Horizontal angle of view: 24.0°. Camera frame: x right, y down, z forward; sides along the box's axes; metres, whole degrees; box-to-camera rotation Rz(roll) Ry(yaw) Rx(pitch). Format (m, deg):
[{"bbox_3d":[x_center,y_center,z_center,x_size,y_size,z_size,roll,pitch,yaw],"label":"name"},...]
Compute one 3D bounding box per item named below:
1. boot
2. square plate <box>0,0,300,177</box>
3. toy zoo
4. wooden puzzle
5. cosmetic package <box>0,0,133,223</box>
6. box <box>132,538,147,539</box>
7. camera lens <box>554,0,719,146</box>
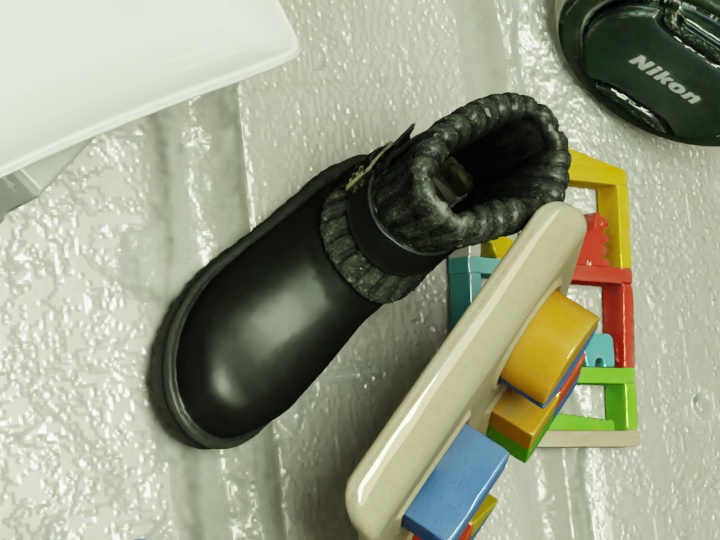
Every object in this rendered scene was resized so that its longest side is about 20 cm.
[{"bbox_3d":[-0.001,-0.002,0.836,0.079,0.158,0.211,49,58,-19],"label":"boot"},{"bbox_3d":[-0.149,-0.144,0.711,0.198,0.028,0.201,-26,88,-30],"label":"square plate"},{"bbox_3d":[0.108,0.004,0.998,0.131,0.020,0.201,5,80,-35],"label":"toy zoo"},{"bbox_3d":[0.063,0.083,0.848,0.046,0.200,0.186,31,72,17],"label":"wooden puzzle"},{"bbox_3d":[-0.135,-0.117,0.790,0.090,0.107,0.200,49,57,-15],"label":"cosmetic package"},{"bbox_3d":[-0.097,0.217,0.655,0.121,0.032,0.201,-18,91,-36],"label":"box"},{"bbox_3d":[0.220,-0.188,1.023,0.160,0.160,0.200,41,62,-23],"label":"camera lens"}]
